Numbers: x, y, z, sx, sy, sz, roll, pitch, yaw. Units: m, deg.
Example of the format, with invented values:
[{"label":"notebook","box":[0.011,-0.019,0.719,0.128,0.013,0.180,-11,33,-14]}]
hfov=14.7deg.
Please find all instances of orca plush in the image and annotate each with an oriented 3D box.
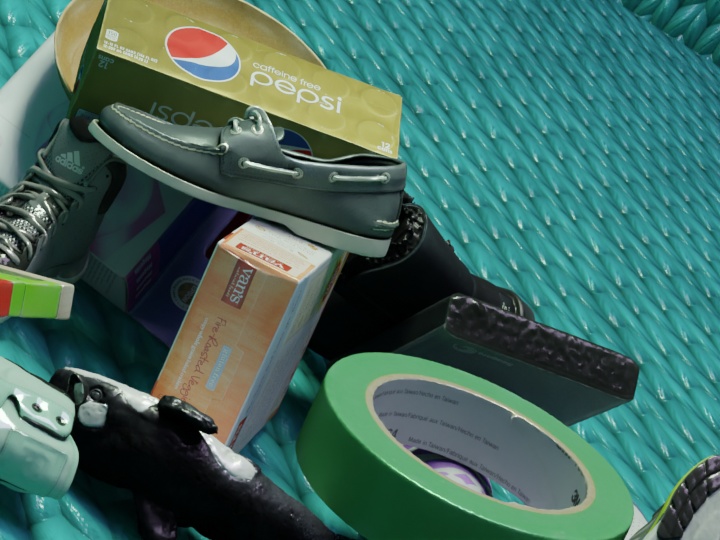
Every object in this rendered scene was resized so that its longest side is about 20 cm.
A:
[{"label":"orca plush","box":[-0.099,0.135,1.554,0.200,0.071,0.105,41,-31,-24]}]

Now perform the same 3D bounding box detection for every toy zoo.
[{"label":"toy zoo","box":[-0.265,0.001,1.470,0.131,0.021,0.199,14,6,36]}]

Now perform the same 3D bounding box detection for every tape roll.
[{"label":"tape roll","box":[0.062,0.120,1.637,0.199,0.048,0.201,22,19,-8]}]

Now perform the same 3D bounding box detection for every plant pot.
[{"label":"plant pot","box":[-0.106,-0.113,1.800,0.199,0.028,0.201,16,41,-15]}]

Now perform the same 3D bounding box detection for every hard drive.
[{"label":"hard drive","box":[0.076,0.071,1.840,0.139,0.033,0.200,21,-22,-18]}]

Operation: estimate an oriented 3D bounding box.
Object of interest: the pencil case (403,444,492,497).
[{"label":"pencil case","box":[0.046,0.148,1.753,0.200,0.083,0.086,-82,151,-70]}]

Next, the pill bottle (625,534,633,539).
[{"label":"pill bottle","box":[0.183,0.259,1.673,0.109,0.109,0.200,23,22,-39]}]

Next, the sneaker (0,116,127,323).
[{"label":"sneaker","box":[-0.199,-0.040,1.663,0.075,0.116,0.200,35,19,7]}]

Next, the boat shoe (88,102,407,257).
[{"label":"boat shoe","box":[-0.064,-0.069,1.667,0.199,0.062,0.073,20,13,-17]}]

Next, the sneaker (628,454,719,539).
[{"label":"sneaker","box":[0.158,0.189,1.575,0.074,0.200,0.081,47,-21,11]}]

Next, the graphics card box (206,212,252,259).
[{"label":"graphics card box","box":[-0.071,-0.072,2.012,0.051,0.126,0.200,32,15,4]}]

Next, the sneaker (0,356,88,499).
[{"label":"sneaker","box":[-0.198,0.079,1.416,0.118,0.074,0.200,29,14,-2]}]

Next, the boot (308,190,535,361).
[{"label":"boot","box":[0.000,0.000,1.865,0.199,0.077,0.168,6,-24,40]}]

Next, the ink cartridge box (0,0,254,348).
[{"label":"ink cartridge box","box":[-0.138,-0.078,1.836,0.200,0.043,0.197,37,57,2]}]

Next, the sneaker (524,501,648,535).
[{"label":"sneaker","box":[0.189,0.221,1.838,0.199,0.081,0.115,34,14,-17]}]

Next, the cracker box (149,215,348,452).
[{"label":"cracker box","box":[-0.067,0.037,1.682,0.057,0.135,0.200,26,12,4]}]

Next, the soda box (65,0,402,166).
[{"label":"soda box","box":[-0.076,-0.100,1.730,0.199,0.064,0.068,20,39,-12]}]
